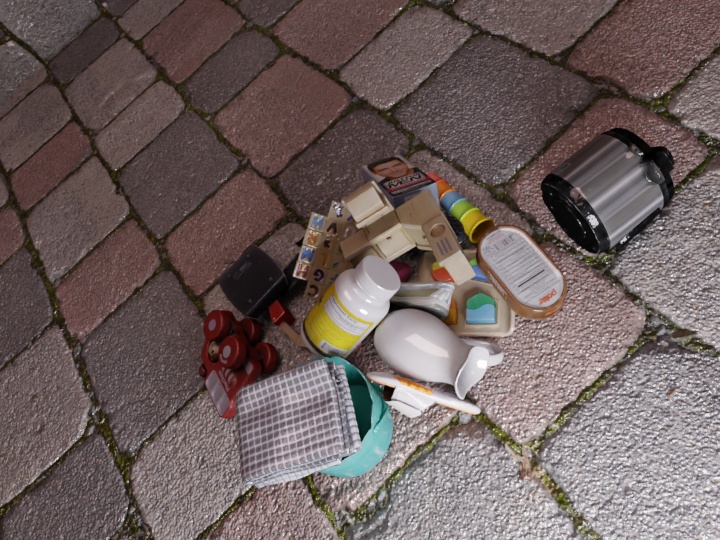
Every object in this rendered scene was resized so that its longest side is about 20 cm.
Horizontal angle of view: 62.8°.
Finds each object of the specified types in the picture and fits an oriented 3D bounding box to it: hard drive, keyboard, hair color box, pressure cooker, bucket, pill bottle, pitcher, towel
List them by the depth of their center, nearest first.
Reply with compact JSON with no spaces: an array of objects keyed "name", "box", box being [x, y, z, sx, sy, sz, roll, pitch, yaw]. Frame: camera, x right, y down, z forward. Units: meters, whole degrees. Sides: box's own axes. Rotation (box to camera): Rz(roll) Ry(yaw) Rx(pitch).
[{"name":"towel","box":[-0.109,0.248,0.968,0.199,0.086,0.167,-23,55,14]},{"name":"pressure cooker","box":[0.444,-0.150,1.039,0.200,0.179,0.176,-38,50,2]},{"name":"pitcher","box":[0.139,0.138,1.054,0.199,0.171,0.122,20,110,39]},{"name":"bucket","box":[-0.044,0.268,1.062,0.206,0.135,0.209,-12,58,19]},{"name":"pill bottle","box":[-0.016,0.068,1.072,0.200,0.111,0.112,-49,45,33]},{"name":"hair color box","box":[0.081,-0.179,1.254,0.098,0.061,0.200,-19,31,-10]},{"name":"keyboard","box":[-0.128,-0.033,1.279,0.200,0.020,0.128,-41,35,50]},{"name":"hard drive","box":[-0.241,0.025,1.334,0.135,0.042,0.200,-47,37,-5]}]

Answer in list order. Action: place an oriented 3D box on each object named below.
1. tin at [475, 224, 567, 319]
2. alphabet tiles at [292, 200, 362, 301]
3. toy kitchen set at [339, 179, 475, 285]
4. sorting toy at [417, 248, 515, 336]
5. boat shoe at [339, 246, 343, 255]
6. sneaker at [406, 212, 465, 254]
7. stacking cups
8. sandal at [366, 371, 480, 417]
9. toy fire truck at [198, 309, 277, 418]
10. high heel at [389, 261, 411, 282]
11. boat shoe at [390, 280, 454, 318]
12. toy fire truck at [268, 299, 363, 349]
[{"name":"tin","box":[0.294,0.000,1.090,0.112,0.042,0.201,-33,62,-4]},{"name":"alphabet tiles","box":[-0.038,-0.029,1.183,0.006,0.165,0.202,-147,74,-76]},{"name":"toy kitchen set","box":[0.062,-0.048,1.057,0.199,0.163,0.181,-31,45,12]},{"name":"sorting toy","box":[0.198,0.038,1.140,0.198,0.036,0.186,-5,60,24]},{"name":"boat shoe","box":[-0.024,-0.091,1.278,0.076,0.072,0.200,-14,28,33]},{"name":"sneaker","box":[0.124,-0.073,1.217,0.199,0.083,0.072,11,50,29]},{"name":"stacking cups","box":[0.193,-0.140,1.230,0.060,0.061,0.200,-38,53,1]},{"name":"sandal","box":[0.104,0.227,1.010,0.205,0.079,0.060,19,86,-3]},{"name":"toy fire truck","box":[-0.284,0.189,1.255,0.168,0.112,0.200,-53,50,13]},{"name":"high heel","box":[0.000,0.000,1.222,0.198,0.096,0.068,-6,59,23]},{"name":"boat shoe","box":[0.098,0.046,1.135,0.201,0.074,0.065,4,66,56]},{"name":"toy fire truck","box":[-0.096,0.116,1.231,0.141,0.049,0.200,-37,53,3]}]
